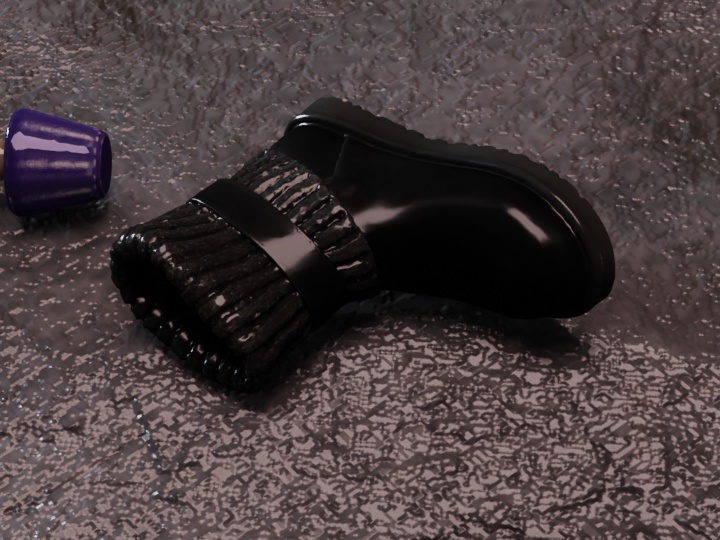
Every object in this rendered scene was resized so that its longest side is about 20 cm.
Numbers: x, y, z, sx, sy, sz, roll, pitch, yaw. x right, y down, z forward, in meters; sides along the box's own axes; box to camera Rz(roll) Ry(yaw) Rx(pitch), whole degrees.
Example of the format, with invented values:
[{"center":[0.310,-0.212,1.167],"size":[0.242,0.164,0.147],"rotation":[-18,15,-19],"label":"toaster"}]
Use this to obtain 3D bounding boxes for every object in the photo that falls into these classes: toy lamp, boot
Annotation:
[{"center":[-0.229,-0.057,1.205],"size":[0.199,0.058,0.058],"rotation":[2,46,7],"label":"toy lamp"},{"center":[0.000,0.002,1.120],"size":[0.211,0.080,0.158],"rotation":[20,43,34],"label":"boot"}]
